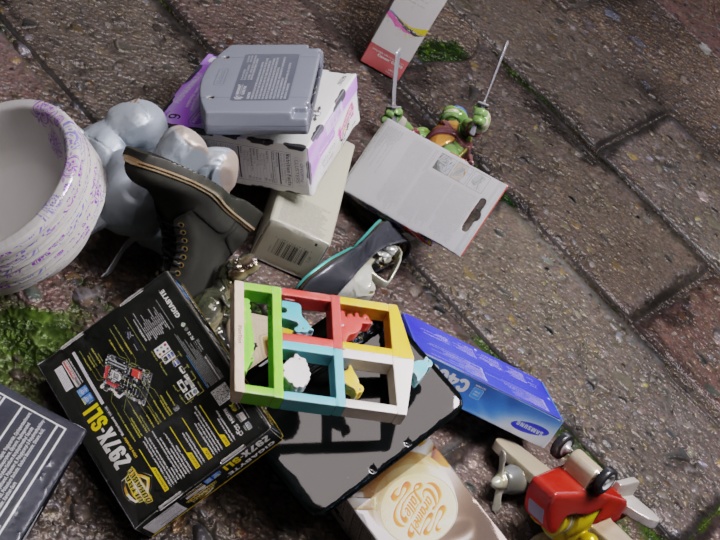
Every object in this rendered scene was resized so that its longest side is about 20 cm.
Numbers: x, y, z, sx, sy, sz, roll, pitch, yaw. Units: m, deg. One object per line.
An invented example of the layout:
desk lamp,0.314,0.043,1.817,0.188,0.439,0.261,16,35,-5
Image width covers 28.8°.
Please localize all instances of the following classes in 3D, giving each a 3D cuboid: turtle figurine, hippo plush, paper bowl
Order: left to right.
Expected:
paper bowl,-0.349,-0.064,1.411,0.200,0.104,0.201,-10,55,15
hippo plush,-0.246,-0.097,1.560,0.200,0.159,0.161,-41,52,-7
turtle figurine,0.091,-0.184,1.822,0.143,0.200,0.194,15,50,2

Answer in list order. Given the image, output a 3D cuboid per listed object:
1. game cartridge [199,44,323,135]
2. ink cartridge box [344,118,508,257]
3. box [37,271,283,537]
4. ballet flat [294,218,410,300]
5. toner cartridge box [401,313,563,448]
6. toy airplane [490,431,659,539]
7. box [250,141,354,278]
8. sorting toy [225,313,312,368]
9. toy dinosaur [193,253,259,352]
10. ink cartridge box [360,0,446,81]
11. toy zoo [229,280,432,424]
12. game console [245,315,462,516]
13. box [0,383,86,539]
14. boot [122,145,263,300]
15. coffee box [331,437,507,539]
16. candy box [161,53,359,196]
game cartridge,-0.115,-0.207,1.606,0.133,0.041,0.200,4,31,3
ink cartridge box,0.083,-0.095,1.718,0.200,0.109,0.050,32,-4,32
box,-0.193,0.124,1.342,0.200,0.159,0.049,53,0,22
ballet flat,0.000,0.000,1.651,0.073,0.073,0.200,41,38,9
toner cartridge box,0.128,0.124,1.589,0.199,0.043,0.095,27,19,-19
toy airplane,0.233,0.266,1.510,0.199,0.141,0.200,37,2,-12
box,-0.068,-0.087,1.691,0.082,0.068,0.200,25,40,-9
sorting toy,-0.040,0.129,1.520,0.199,0.037,0.186,10,46,-25
toy dinosaur,-0.161,0.075,1.463,0.088,0.047,0.200,44,68,-7
ink cartridge box,0.081,-0.381,1.978,0.067,0.200,0.117,28,40,-6
toy zoo,-0.027,0.080,1.347,0.199,0.020,0.132,9,50,-16
game console,-0.032,0.137,1.421,0.200,0.176,0.117,-34,105,-22
box,-0.371,0.183,1.179,0.198,0.123,0.200,31,38,-5
boot,-0.193,-0.035,1.450,0.077,0.139,0.200,27,-3,40
coffee box,0.054,0.250,1.403,0.114,0.080,0.200,-31,68,-21
candy box,-0.121,-0.177,1.672,0.199,0.072,0.168,10,41,17
